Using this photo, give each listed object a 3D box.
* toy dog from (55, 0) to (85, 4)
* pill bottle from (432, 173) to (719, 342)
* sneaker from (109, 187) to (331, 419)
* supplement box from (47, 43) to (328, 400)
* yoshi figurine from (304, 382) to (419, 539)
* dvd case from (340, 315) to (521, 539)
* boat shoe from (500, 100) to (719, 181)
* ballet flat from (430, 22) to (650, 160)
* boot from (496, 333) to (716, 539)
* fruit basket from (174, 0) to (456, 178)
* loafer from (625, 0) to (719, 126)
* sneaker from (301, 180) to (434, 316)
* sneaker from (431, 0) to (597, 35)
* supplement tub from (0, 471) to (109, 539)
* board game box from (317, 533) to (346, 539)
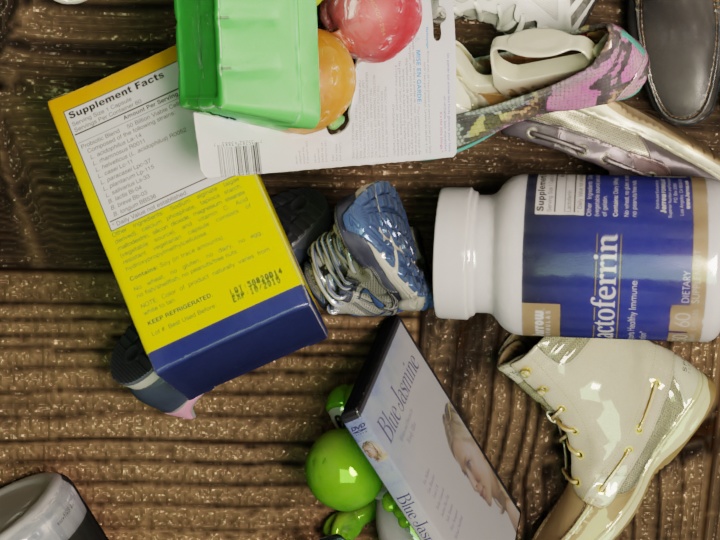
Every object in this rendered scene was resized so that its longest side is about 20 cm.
[{"bbox_3d":[-0.128,-0.237,0.907,0.199,0.096,0.133,3,103,-9],"label":"toy dog"},{"bbox_3d":[0.153,-0.010,0.965,0.199,0.116,0.116,2,104,10],"label":"pill bottle"},{"bbox_3d":[-0.089,0.026,1.004,0.200,0.070,0.082,-42,131,0],"label":"sneaker"},{"bbox_3d":[-0.112,-0.032,0.911,0.108,0.110,0.201,-23,76,-1],"label":"supplement box"},{"bbox_3d":[0.019,0.184,1.029,0.112,0.112,0.201,-27,103,6],"label":"yoshi figurine"},{"bbox_3d":[0.058,0.146,1.007,0.017,0.143,0.200,-25,107,24],"label":"dvd case"},{"bbox_3d":[0.195,-0.087,1.006,0.199,0.072,0.065,25,104,-9],"label":"boat shoe"},{"bbox_3d":[0.098,-0.132,0.940,0.199,0.069,0.071,-12,142,31],"label":"ballet flat"},{"bbox_3d":[0.158,0.121,1.049,0.154,0.072,0.200,38,91,-15],"label":"boot"},{"bbox_3d":[-0.023,-0.158,0.865,0.199,0.094,0.186,-10,101,-39],"label":"fruit basket"},{"bbox_3d":[0.221,-0.199,0.970,0.072,0.072,0.201,-7,102,16],"label":"loafer"},{"bbox_3d":[0.000,0.000,0.942,0.085,0.200,0.077,-16,73,6],"label":"sneaker"},{"bbox_3d":[0.089,-0.185,0.961,0.200,0.076,0.116,-30,104,-2],"label":"sneaker"},{"bbox_3d":[-0.219,0.261,1.004,0.122,0.123,0.201,-28,105,0],"label":"supplement tub"},{"bbox_3d":[0.014,0.305,0.982,0.028,0.135,0.201,-14,105,-22],"label":"board game box"}]
